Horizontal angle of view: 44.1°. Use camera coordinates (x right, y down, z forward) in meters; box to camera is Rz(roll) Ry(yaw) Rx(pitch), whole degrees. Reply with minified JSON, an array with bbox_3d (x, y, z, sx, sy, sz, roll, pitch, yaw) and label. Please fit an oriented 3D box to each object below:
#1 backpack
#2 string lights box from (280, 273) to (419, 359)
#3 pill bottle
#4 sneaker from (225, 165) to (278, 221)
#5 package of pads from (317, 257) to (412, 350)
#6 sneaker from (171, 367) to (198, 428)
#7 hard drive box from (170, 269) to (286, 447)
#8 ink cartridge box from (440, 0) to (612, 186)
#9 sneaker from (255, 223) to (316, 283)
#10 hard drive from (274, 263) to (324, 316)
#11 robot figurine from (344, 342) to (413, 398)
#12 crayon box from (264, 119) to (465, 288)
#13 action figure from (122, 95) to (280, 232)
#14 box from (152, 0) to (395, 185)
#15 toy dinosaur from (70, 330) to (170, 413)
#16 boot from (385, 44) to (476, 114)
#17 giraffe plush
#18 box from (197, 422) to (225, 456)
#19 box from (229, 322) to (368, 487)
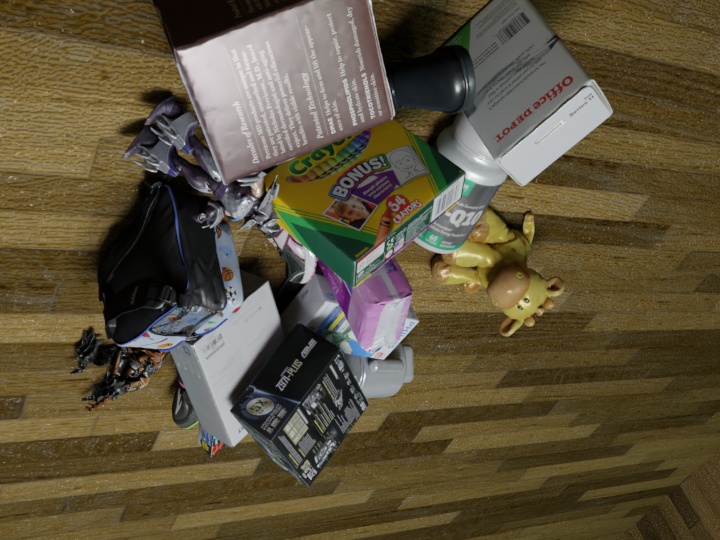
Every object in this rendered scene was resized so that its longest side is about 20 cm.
[{"bbox_3d":[-0.251,0.009,1.144,0.189,0.203,0.153,-31,145,30],"label":"backpack"},{"bbox_3d":[-0.015,0.075,1.388,0.198,0.060,0.103,13,129,-40],"label":"string lights box"},{"bbox_3d":[0.141,-0.131,1.258,0.111,0.114,0.201,0,137,-31],"label":"pill bottle"},{"bbox_3d":[-0.136,-0.153,1.104,0.081,0.071,0.201,6,128,-31],"label":"sneaker"},{"bbox_3d":[0.000,0.000,1.260,0.074,0.202,0.121,-14,147,-23],"label":"package of pads"},{"bbox_3d":[-0.264,0.168,1.402,0.083,0.077,0.202,-14,138,-51],"label":"sneaker"},{"bbox_3d":[-0.184,0.128,1.304,0.156,0.076,0.203,-41,132,-34],"label":"hard drive box"},{"bbox_3d":[0.194,-0.228,1.095,0.146,0.202,0.083,-38,143,18],"label":"ink cartridge box"},{"bbox_3d":[-0.106,-0.066,1.234,0.085,0.081,0.202,-5,132,-8],"label":"sneaker"},{"bbox_3d":[-0.043,0.052,1.431,0.197,0.043,0.135,8,132,-38],"label":"hard drive"},{"bbox_3d":[0.001,0.163,1.532,0.197,0.115,0.168,2,170,-35],"label":"robot figurine"},{"bbox_3d":[0.002,-0.100,1.105,0.199,0.172,0.059,-39,154,-26],"label":"crayon box"},{"bbox_3d":[-0.175,-0.107,1.052,0.199,0.070,0.130,38,132,-9],"label":"action figure"},{"bbox_3d":[-0.091,-0.230,0.927,0.197,0.167,0.166,-22,134,-5],"label":"box"},{"bbox_3d":[-0.350,0.151,1.331,0.135,0.101,0.203,5,114,-59],"label":"toy dinosaur"},{"bbox_3d":[0.027,-0.207,1.048,0.165,0.200,0.078,-17,104,-17],"label":"boot"},{"bbox_3d":[0.235,0.012,1.450,0.197,0.164,0.174,-2,138,-29],"label":"giraffe plush"},{"bbox_3d":[-0.180,0.205,1.472,0.199,0.040,0.138,-35,154,-35],"label":"box"},{"bbox_3d":[-0.085,0.203,1.323,0.165,0.085,0.201,-52,151,-17],"label":"box"}]
